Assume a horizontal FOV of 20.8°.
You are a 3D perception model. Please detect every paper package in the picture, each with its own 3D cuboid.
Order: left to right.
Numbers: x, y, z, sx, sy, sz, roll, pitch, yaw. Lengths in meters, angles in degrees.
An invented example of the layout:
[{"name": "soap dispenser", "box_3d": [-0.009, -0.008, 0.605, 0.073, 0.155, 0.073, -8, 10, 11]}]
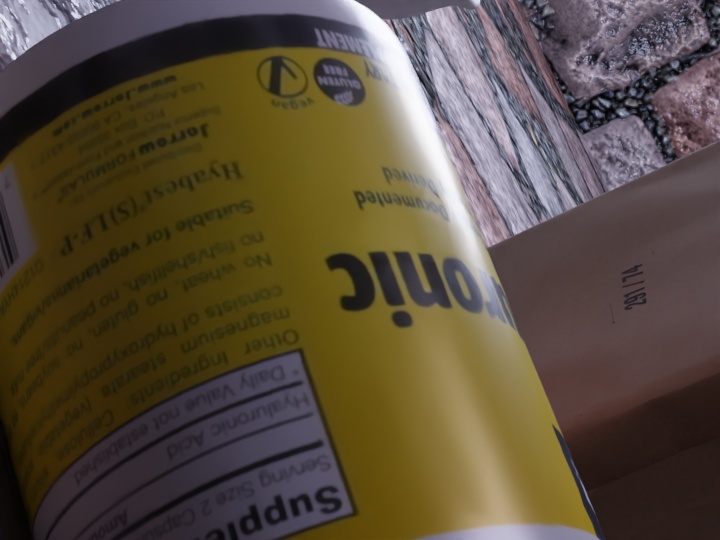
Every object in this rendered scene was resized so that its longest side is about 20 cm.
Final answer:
[{"name": "paper package", "box_3d": [0.130, 0.051, 0.903, 0.104, 0.190, 0.200, 61, 12, -25]}]

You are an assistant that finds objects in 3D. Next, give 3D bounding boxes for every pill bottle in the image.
[{"name": "pill bottle", "box_3d": [-0.012, 0.049, 0.401, 0.111, 0.111, 0.201, 43, 24, -61]}]

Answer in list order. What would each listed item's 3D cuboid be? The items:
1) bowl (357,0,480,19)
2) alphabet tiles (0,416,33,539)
[{"name": "bowl", "box_3d": [-0.016, -0.217, 1.093, 0.201, 0.090, 0.201, 59, 12, -21]}, {"name": "alphabet tiles", "box_3d": [-0.106, -0.015, 0.433, 0.200, 0.015, 0.196, 46, 21, -58]}]
